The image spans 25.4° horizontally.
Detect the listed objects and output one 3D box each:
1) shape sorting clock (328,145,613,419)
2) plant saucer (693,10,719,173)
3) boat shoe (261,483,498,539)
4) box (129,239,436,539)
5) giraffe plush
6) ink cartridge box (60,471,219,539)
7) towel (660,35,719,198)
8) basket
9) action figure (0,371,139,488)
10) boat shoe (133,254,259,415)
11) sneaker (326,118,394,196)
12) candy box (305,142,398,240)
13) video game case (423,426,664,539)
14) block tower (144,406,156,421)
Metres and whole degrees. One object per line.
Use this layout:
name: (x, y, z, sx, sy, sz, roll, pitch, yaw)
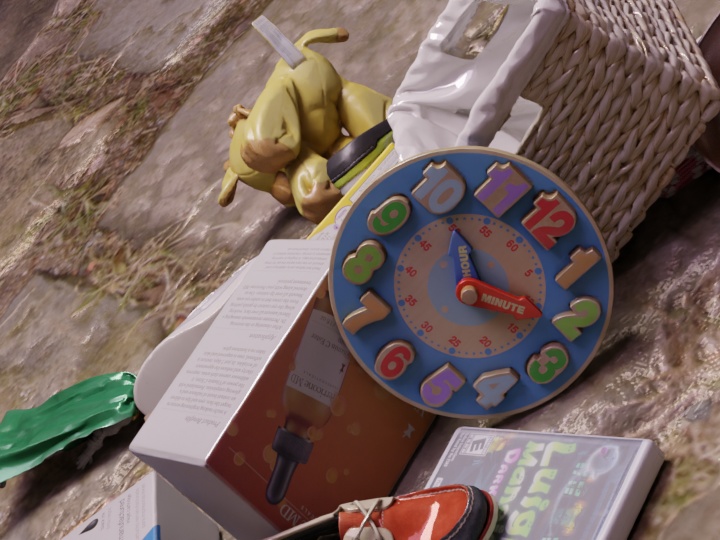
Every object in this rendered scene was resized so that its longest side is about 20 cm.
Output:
shape sorting clock: (0.075, 0.012, 1.107, 0.200, 0.200, 0.039, -35, 10, 15)
plant saucer: (0.323, -0.139, 1.121, 0.199, 0.032, 0.201, -22, 51, 30)
boat shoe: (-0.002, 0.186, 1.069, 0.199, 0.063, 0.071, -27, 32, 27)
box: (-0.043, 0.100, 1.185, 0.106, 0.152, 0.201, 1, 52, 52)
giraffe plush: (-0.067, -0.120, 1.517, 0.172, 0.201, 0.162, -25, -11, -34)
ink cartridge box: (-0.206, 0.274, 1.231, 0.200, 0.084, 0.145, -37, 29, 13)
towel: (0.286, -0.152, 1.228, 0.200, 0.030, 0.147, -36, 29, 14)
basket: (0.137, -0.129, 1.193, 0.199, 0.160, 0.200, -59, 20, 27)
action figure: (-0.266, 0.144, 1.509, 0.199, 0.055, 0.118, -23, 33, 20)
boat shoe: (-0.127, 0.052, 1.449, 0.200, 0.072, 0.069, -51, 8, 0)
sneaker: (0.050, -0.101, 1.427, 0.200, 0.083, 0.072, -35, -1, -36)
candy box: (0.000, 0.000, 1.323, 0.200, 0.102, 0.026, -48, -6, -10)
video game case: (0.086, 0.191, 1.038, 0.181, 0.023, 0.201, -2, 49, 50)
block tower: (-0.100, 0.092, 1.367, 0.200, 0.058, 0.054, -43, 30, 0)
